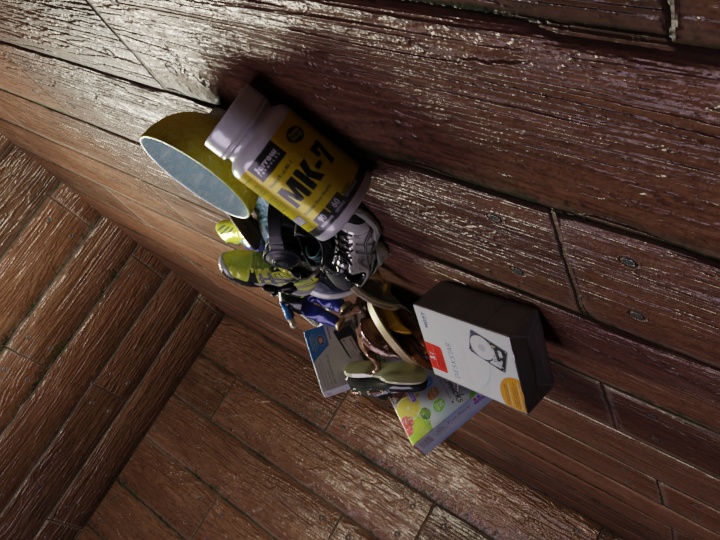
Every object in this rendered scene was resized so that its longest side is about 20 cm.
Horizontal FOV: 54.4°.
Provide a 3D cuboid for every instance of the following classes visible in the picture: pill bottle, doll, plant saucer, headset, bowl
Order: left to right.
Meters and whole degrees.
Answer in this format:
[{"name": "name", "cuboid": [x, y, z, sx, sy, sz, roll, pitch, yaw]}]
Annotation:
[{"name": "bowl", "cuboid": [-0.222, -0.180, 1.068, 0.199, 0.108, 0.200, 31, 166, 9]}, {"name": "plant saucer", "cuboid": [-0.240, -0.129, 1.307, 0.201, 0.029, 0.200, 57, 178, 3]}, {"name": "headset", "cuboid": [-0.141, -0.046, 1.214, 0.093, 0.124, 0.202, -1, 122, 9]}, {"name": "pill bottle", "cuboid": [-0.094, -0.140, 0.907, 0.199, 0.115, 0.114, 36, 166, -16]}, {"name": "doll", "cuboid": [-0.124, 0.065, 1.519, 0.199, 0.138, 0.048, 25, -159, 13]}]

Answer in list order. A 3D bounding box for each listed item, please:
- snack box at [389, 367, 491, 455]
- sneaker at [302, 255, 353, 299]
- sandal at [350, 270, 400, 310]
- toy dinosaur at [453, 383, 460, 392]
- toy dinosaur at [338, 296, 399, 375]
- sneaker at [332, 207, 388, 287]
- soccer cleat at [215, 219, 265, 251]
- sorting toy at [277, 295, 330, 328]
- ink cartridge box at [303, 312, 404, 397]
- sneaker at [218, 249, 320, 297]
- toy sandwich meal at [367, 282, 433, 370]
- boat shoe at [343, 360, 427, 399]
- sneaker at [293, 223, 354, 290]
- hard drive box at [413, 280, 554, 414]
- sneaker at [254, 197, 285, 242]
[{"name": "snack box", "cuboid": [0.165, 0.248, 1.399, 0.053, 0.200, 0.143, 42, -168, -38]}, {"name": "sneaker", "cuboid": [-0.095, -0.018, 1.415, 0.200, 0.077, 0.147, 8, 140, 5]}, {"name": "sandal", "cuboid": [0.000, 0.000, 1.309, 0.200, 0.054, 0.080, 44, -159, 9]}, {"name": "toy dinosaur", "cuboid": [0.218, 0.128, 1.301, 0.181, 0.104, 0.202, 31, 136, 49]}, {"name": "toy dinosaur", "cuboid": [0.017, 0.122, 1.427, 0.136, 0.085, 0.200, 63, 179, -21]}, {"name": "sneaker", "cuboid": [-0.011, -0.037, 1.136, 0.075, 0.088, 0.200, 27, 164, 30]}, {"name": "soccer cleat", "cuboid": [-0.274, -0.096, 1.622, 0.199, 0.064, 0.084, 25, 136, 45]}, {"name": "sorting toy", "cuboid": [-0.120, 0.016, 1.566, 0.200, 0.107, 0.180, 40, 152, -4]}, {"name": "ink cartridge box", "cuboid": [-0.010, 0.178, 1.557, 0.084, 0.198, 0.146, 86, 165, -73]}, {"name": "sneaker", "cuboid": [-0.168, -0.009, 1.322, 0.198, 0.076, 0.076, 11, 146, -26]}, {"name": "toy sandwich meal", "cuboid": [0.093, 0.108, 1.398, 0.205, 0.070, 0.205, 48, -166, -16]}, {"name": "boat shoe", "cuboid": [0.056, 0.226, 1.427, 0.200, 0.074, 0.064, -3, 112, 38]}, {"name": "sneaker", "cuboid": [-0.065, -0.028, 1.205, 0.075, 0.080, 0.201, -3, 135, 28]}, {"name": "hard drive box", "cuboid": [0.196, 0.118, 1.121, 0.199, 0.077, 0.157, 17, 135, 48]}, {"name": "sneaker", "cuboid": [-0.162, -0.097, 1.277, 0.200, 0.082, 0.074, 38, 164, -22]}]
